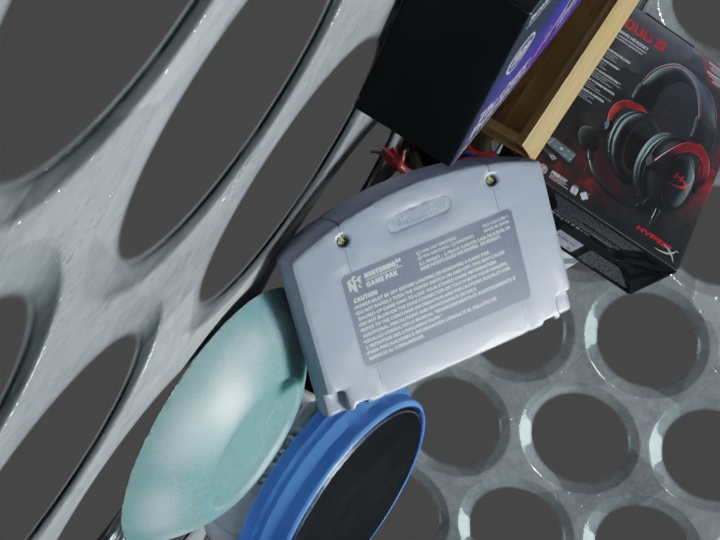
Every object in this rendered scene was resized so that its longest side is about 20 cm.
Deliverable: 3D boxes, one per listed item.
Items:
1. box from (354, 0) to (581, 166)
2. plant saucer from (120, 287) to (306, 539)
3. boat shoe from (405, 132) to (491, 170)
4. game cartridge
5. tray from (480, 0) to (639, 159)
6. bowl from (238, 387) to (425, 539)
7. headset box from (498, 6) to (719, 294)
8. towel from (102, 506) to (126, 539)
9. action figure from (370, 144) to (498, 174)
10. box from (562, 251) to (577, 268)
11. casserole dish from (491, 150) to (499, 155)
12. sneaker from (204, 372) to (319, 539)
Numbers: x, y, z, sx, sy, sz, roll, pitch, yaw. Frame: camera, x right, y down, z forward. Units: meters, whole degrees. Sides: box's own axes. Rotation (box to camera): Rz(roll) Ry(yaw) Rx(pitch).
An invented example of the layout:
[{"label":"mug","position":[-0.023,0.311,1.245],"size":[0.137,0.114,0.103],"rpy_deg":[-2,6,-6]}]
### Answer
[{"label":"box","position":[0.091,-0.180,1.200],"size":[0.200,0.079,0.141],"rpy_deg":[-52,170,-40]},{"label":"plant saucer","position":[-0.085,0.107,1.305],"size":[0.201,0.039,0.201],"rpy_deg":[-52,162,-25]},{"label":"boat shoe","position":[0.066,-0.094,1.506],"size":[0.063,0.073,0.201],"rpy_deg":[-37,165,-28]},{"label":"game cartridge","position":[0.043,0.001,1.312],"size":[0.200,0.133,0.042],"rpy_deg":[-22,-166,-22]},{"label":"tray","position":[0.133,-0.185,1.361],"size":[0.200,0.099,0.037],"rpy_deg":[-56,154,-5]},{"label":"bowl","position":[-0.020,0.173,1.506],"size":[0.201,0.039,0.201],"rpy_deg":[-46,156,-27]},{"label":"headset box","position":[0.202,-0.108,1.501],"size":[0.200,0.148,0.075],"rpy_deg":[-63,-166,-25]},{"label":"towel","position":[-0.127,0.141,1.395],"size":[0.200,0.024,0.147],"rpy_deg":[-55,175,-14]},{"label":"action figure","position":[0.035,-0.070,1.452],"size":[0.065,0.099,0.200],"rpy_deg":[-57,-163,-25]},{"label":"box","position":[0.091,-0.008,1.596],"size":[0.156,0.041,0.200],"rpy_deg":[0,160,-37]},{"label":"casserole dish","position":[0.094,-0.051,1.675],"size":[0.039,0.121,0.200],"rpy_deg":[-61,176,-18]},{"label":"sneaker","position":[-0.064,0.115,1.482],"size":[0.200,0.078,0.099],"rpy_deg":[-65,-173,-14]}]
